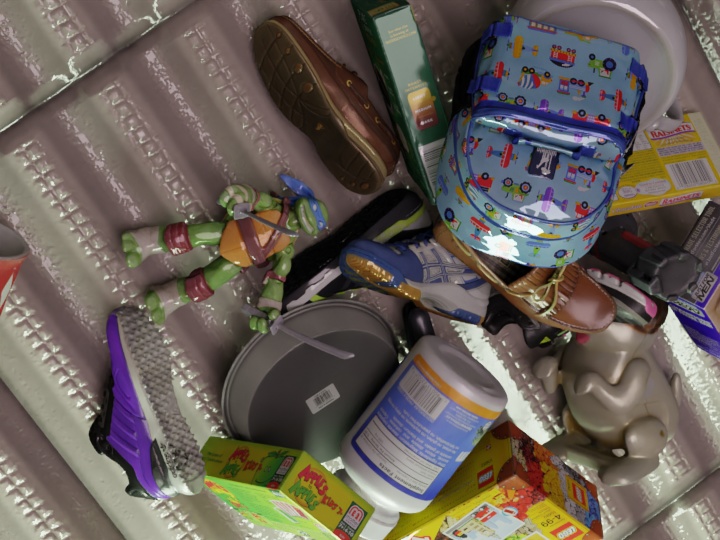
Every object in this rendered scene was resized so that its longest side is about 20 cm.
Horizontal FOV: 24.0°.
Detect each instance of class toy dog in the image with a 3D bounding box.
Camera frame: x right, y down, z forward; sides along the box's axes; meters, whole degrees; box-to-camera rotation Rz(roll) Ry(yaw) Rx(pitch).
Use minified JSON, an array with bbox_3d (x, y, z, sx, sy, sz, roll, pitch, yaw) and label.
[{"bbox_3d":[0.280,0.105,1.816,0.194,0.140,0.200,-16,110,-24],"label":"toy dog"}]

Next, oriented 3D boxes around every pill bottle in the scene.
[{"bbox_3d":[0.049,0.174,1.720,0.112,0.112,0.200,30,105,-24],"label":"pill bottle"}]

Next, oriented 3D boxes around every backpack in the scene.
[{"bbox_3d":[0.164,-0.113,1.573,0.182,0.135,0.200,18,70,-3],"label":"backpack"}]

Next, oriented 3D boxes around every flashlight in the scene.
[{"bbox_3d":[0.286,-0.023,1.743,0.068,0.200,0.068,20,97,-24],"label":"flashlight"}]

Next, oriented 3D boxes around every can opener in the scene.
[{"bbox_3d":[0.074,0.131,1.792,0.079,0.063,0.200,-12,109,-14],"label":"can opener"}]

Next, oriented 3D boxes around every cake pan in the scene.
[{"bbox_3d":[-0.044,0.122,1.729,0.200,0.037,0.200,-16,129,-20],"label":"cake pan"}]

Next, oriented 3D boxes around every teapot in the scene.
[{"bbox_3d":[0.238,-0.232,1.703,0.197,0.146,0.200,6,127,6],"label":"teapot"}]

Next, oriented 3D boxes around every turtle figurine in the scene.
[{"bbox_3d":[-0.125,-0.007,1.627,0.194,0.200,0.144,-17,146,10],"label":"turtle figurine"}]

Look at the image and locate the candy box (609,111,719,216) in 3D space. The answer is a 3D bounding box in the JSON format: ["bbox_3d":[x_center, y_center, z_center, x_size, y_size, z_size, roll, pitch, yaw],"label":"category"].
[{"bbox_3d":[0.286,-0.109,1.778,0.200,0.102,0.026,-10,145,-15],"label":"candy box"}]

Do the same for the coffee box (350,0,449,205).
[{"bbox_3d":[0.049,-0.174,1.661,0.044,0.123,0.200,-21,110,-3],"label":"coffee box"}]

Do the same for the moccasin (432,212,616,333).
[{"bbox_3d":[0.165,-0.005,1.647,0.201,0.078,0.074,39,83,-9],"label":"moccasin"}]

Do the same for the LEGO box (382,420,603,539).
[{"bbox_3d":[0.129,0.263,1.786,0.200,0.077,0.149,-34,125,28],"label":"LEGO box"}]

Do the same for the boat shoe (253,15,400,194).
[{"bbox_3d":[-0.031,-0.170,1.674,0.200,0.072,0.068,54,52,-16],"label":"boat shoe"}]

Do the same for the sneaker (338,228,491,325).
[{"bbox_3d":[0.058,-0.011,1.691,0.200,0.075,0.088,22,84,-46],"label":"sneaker"}]

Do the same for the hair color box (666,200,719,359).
[{"bbox_3d":[0.390,0.019,1.804,0.109,0.065,0.200,-58,147,-6],"label":"hair color box"}]

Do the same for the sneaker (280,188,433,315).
[{"bbox_3d":[0.000,0.000,1.725,0.200,0.072,0.083,-36,115,-6],"label":"sneaker"}]

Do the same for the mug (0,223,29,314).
[{"bbox_3d":[-0.418,0.041,1.589,0.133,0.177,0.200,0,115,-56],"label":"mug"}]

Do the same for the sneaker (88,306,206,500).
[{"bbox_3d":[-0.233,0.139,1.689,0.099,0.070,0.200,-16,94,23],"label":"sneaker"}]

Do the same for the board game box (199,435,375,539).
[{"bbox_3d":[-0.082,0.219,1.690,0.102,0.200,0.048,42,69,-24],"label":"board game box"}]

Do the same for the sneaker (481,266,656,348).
[{"bbox_3d":[0.205,0.043,1.737,0.074,0.200,0.088,42,63,-57],"label":"sneaker"}]
